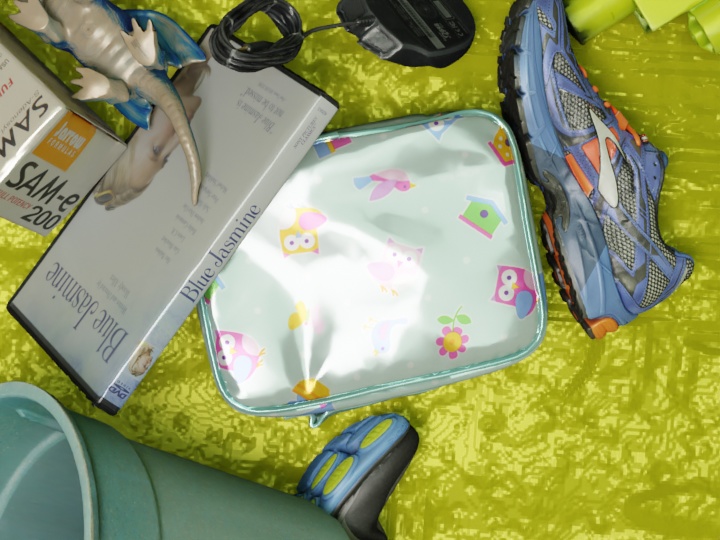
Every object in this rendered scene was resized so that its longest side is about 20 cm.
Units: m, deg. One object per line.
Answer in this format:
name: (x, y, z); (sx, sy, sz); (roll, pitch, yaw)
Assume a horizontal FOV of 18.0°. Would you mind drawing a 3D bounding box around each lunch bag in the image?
lunch bag: (0.000, 0.000, 1.264); (0.199, 0.077, 0.161); (-12, 94, 1)

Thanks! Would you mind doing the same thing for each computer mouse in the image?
computer mouse: (-0.010, -0.124, 1.222); (0.059, 0.200, 0.034); (55, 130, 21)

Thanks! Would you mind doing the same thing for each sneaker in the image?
sneaker: (-0.009, 0.175, 1.283); (0.083, 0.071, 0.200); (18, 94, -14)
sneaker: (0.129, -0.066, 1.270); (0.078, 0.075, 0.200); (-19, 101, -5)

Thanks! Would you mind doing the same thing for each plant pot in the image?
plant pot: (-0.116, 0.176, 1.180); (0.196, 0.200, 0.201); (17, 93, -36)

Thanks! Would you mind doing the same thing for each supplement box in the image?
supplement box: (-0.231, -0.116, 1.218); (0.200, 0.126, 0.074); (44, 92, 12)

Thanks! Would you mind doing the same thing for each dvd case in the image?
dvd case: (-0.105, -0.032, 1.215); (0.018, 0.143, 0.200); (35, 91, -35)

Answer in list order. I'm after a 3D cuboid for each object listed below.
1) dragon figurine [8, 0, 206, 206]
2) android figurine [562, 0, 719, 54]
dragon figurine: (-0.127, -0.116, 1.234); (0.200, 0.099, 0.059); (43, 98, 17)
android figurine: (0.183, -0.217, 1.273); (0.200, 0.041, 0.182); (-31, 92, 3)
